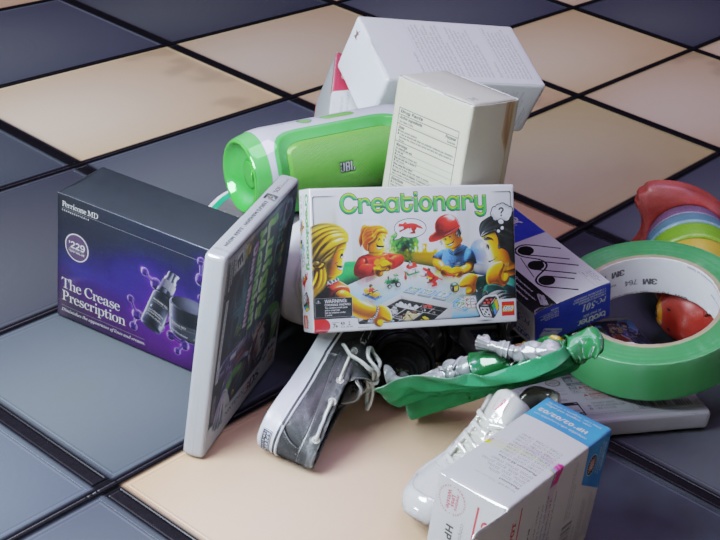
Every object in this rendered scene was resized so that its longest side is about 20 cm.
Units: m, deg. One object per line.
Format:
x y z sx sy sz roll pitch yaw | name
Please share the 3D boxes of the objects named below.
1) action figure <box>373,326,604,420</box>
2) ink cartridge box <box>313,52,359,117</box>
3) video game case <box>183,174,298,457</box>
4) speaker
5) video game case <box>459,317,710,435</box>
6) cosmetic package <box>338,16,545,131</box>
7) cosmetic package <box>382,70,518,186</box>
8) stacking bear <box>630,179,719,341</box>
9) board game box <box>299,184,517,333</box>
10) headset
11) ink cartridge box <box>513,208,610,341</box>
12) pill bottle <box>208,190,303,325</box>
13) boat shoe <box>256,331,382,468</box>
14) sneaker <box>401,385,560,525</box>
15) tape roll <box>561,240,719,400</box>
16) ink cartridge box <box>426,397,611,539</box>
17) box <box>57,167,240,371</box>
0.122 0.085 1.255 0.198 0.055 0.118 -14 -15 19 | action figure
0.049 -0.141 1.550 0.198 0.084 0.146 17 43 -12 | ink cartridge box
-0.105 0.038 1.256 0.023 0.202 0.182 15 28 11 | video game case
-0.032 -0.111 1.390 0.198 0.089 0.088 -14 35 -29 | speaker
0.221 0.107 1.412 0.198 0.023 0.183 -3 30 -18 | video game case
0.088 -0.211 1.523 0.198 0.072 0.102 -1 49 -28 | cosmetic package
0.079 -0.082 1.360 0.071 0.202 0.105 -13 32 -43 | cosmetic package
0.365 0.006 1.558 0.112 0.122 0.201 2 37 3 | stacking bear
0.045 -0.012 1.267 0.198 0.128 0.035 -3 2 -19 | board game box
0.054 0.062 1.371 0.198 0.095 0.123 9 26 22 | headset
0.157 -0.003 1.426 0.093 0.045 0.200 -20 37 -21 | ink cartridge box
-0.070 -0.010 1.413 0.112 0.114 0.199 -16 25 -38 | pill bottle
-0.017 0.094 1.277 0.068 0.074 0.200 25 49 14 | boat shoe
0.106 0.151 1.211 0.078 0.100 0.199 26 32 30 | sneaker
0.290 0.047 1.410 0.198 0.049 0.201 -7 36 5 | tape roll
0.112 0.196 1.112 0.067 0.116 0.199 26 32 31 | ink cartridge box
-0.195 0.002 1.363 0.198 0.142 0.079 20 29 22 | box
